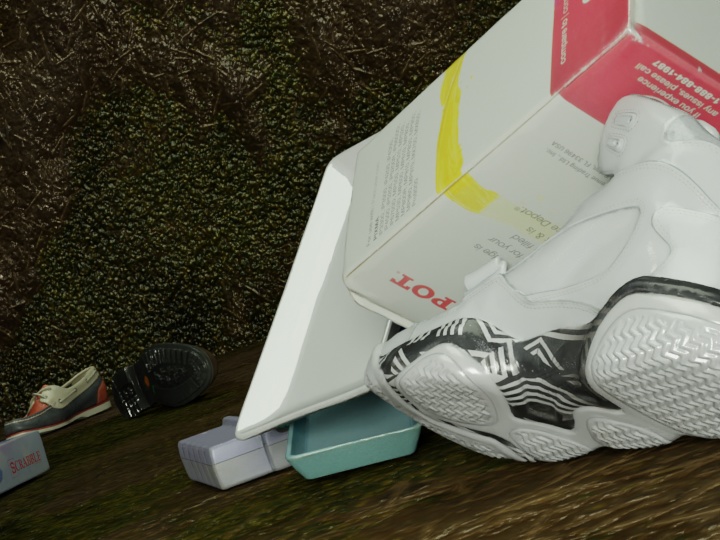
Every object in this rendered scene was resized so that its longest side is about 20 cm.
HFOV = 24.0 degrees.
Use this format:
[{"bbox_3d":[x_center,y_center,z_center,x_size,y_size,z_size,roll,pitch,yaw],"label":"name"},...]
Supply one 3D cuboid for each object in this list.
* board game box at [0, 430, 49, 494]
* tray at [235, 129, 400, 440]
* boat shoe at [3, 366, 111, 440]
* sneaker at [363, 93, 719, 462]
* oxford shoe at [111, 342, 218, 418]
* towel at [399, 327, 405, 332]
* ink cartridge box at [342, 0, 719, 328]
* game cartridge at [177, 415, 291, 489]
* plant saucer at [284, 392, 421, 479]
[{"bbox_3d":[-0.398,0.201,1.474,0.197,0.042,0.200,-19,1,13],"label":"board game box"},{"bbox_3d":[0.000,0.000,0.894,0.107,0.022,0.201,-24,37,41],"label":"tray"},{"bbox_3d":[-0.418,0.185,2.316,0.071,0.063,0.199,-15,4,34],"label":"boat shoe"},{"bbox_3d":[0.088,0.005,0.646,0.199,0.075,0.116,-12,50,49],"label":"sneaker"},{"bbox_3d":[-0.207,0.114,1.924,0.084,0.074,0.199,-17,0,-35],"label":"oxford shoe"},{"bbox_3d":[0.062,-0.047,0.931,0.147,0.050,0.201,-11,44,47],"label":"towel"},{"bbox_3d":[0.104,-0.041,0.730,0.144,0.084,0.200,27,-42,-24],"label":"ink cartridge box"},{"bbox_3d":[-0.006,0.081,1.018,0.198,0.039,0.130,-19,-3,-15],"label":"game cartridge"},{"bbox_3d":[-0.003,0.066,0.917,0.069,0.019,0.200,-14,15,3],"label":"plant saucer"}]
